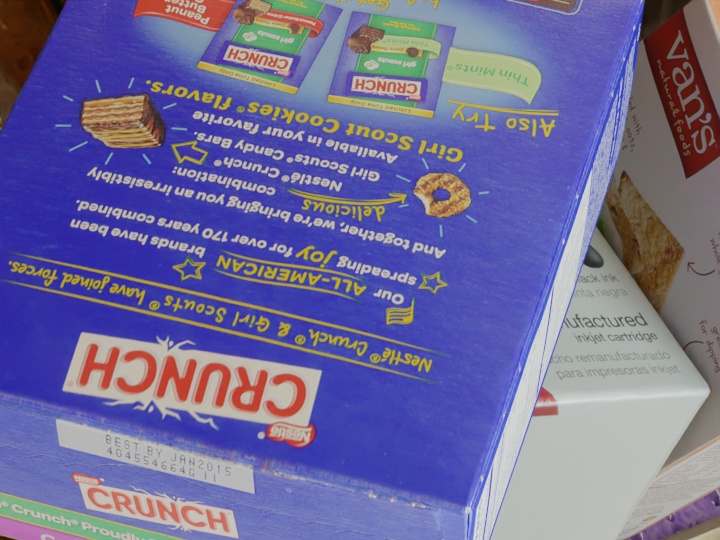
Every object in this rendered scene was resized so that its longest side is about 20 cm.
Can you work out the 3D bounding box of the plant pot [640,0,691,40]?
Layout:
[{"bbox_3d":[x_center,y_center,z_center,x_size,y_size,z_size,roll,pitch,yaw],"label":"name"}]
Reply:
[{"bbox_3d":[0.217,-0.094,1.196,0.173,0.200,0.201,15,61,-24],"label":"plant pot"}]

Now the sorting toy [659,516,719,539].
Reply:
[{"bbox_3d":[0.205,0.181,1.104,0.198,0.069,0.201,-15,94,-41],"label":"sorting toy"}]

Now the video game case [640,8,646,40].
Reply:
[{"bbox_3d":[0.059,-0.048,1.150,0.143,0.018,0.201,25,56,-31],"label":"video game case"}]

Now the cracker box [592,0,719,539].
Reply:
[{"bbox_3d":[0.102,0.006,1.003,0.058,0.200,0.134,-5,69,-34],"label":"cracker box"}]

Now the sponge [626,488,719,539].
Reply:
[{"bbox_3d":[0.140,0.116,1.138,0.200,0.030,0.112,-3,73,-41],"label":"sponge"}]

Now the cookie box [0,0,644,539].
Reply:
[{"bbox_3d":[-0.024,-0.007,0.843,0.171,0.075,0.200,14,52,11],"label":"cookie box"}]

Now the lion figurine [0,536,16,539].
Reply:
[{"bbox_3d":[-0.076,0.104,0.929,0.200,0.072,0.123,1,68,-38],"label":"lion figurine"}]

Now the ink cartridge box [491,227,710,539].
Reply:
[{"bbox_3d":[0.000,0.000,0.972,0.144,0.084,0.200,-2,44,-36],"label":"ink cartridge box"}]
